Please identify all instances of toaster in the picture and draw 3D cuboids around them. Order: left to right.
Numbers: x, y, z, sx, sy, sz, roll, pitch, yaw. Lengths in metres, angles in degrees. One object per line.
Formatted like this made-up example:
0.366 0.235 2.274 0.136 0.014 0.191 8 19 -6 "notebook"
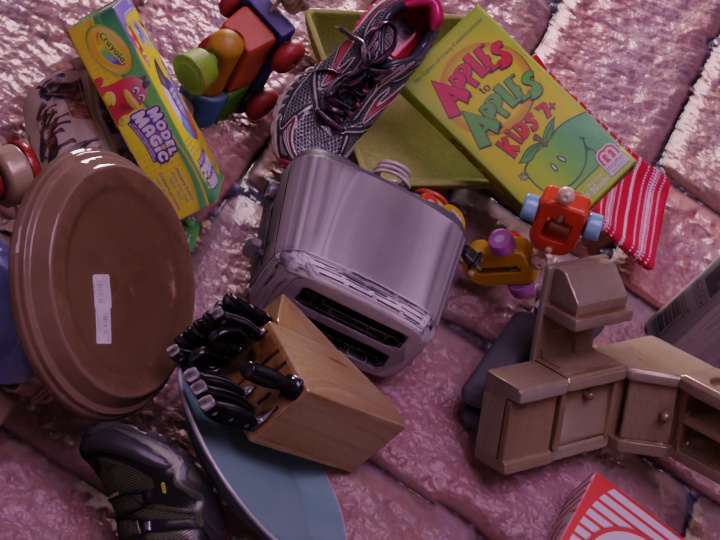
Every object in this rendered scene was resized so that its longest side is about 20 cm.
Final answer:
0.000 0.000 1.568 0.200 0.114 0.129 27 52 -13 "toaster"

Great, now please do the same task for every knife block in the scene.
-0.055 0.099 1.415 0.200 0.064 0.176 46 16 -14 "knife block"

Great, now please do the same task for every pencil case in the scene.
-0.211 -0.072 1.514 0.078 0.089 0.200 5 53 -44 "pencil case"

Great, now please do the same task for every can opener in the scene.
0.151 0.065 1.635 0.066 0.053 0.200 20 44 27 "can opener"

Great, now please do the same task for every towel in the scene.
0.216 -0.104 1.784 0.200 0.022 0.145 41 36 -14 "towel"

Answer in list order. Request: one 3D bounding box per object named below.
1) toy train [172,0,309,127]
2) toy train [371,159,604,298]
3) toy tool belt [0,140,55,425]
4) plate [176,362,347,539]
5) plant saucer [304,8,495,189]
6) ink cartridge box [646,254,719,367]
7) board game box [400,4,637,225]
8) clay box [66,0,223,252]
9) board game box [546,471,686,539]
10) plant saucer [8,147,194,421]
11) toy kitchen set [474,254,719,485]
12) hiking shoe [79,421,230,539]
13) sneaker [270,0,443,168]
-0.109 -0.189 1.585 0.085 0.200 0.116 47 52 8 "toy train"
0.108 -0.051 1.624 0.200 0.150 0.056 15 51 7 "toy train"
-0.266 0.010 1.395 0.123 0.125 0.200 -22 86 -35 "toy tool belt"
-0.080 0.145 1.420 0.200 0.026 0.200 50 14 -18 "plate"
0.052 -0.148 1.747 0.199 0.048 0.200 -2 58 -31 "plant saucer"
0.388 0.034 1.726 0.200 0.162 0.050 5 57 -27 "ink cartridge box"
0.139 -0.129 1.682 0.102 0.048 0.200 -44 83 -2 "board game box"
-0.164 -0.120 1.519 0.200 0.048 0.115 62 6 -13 "clay box"
0.233 0.282 1.535 0.200 0.046 0.152 37 47 -1 "board game box"
-0.180 0.009 1.370 0.200 0.029 0.201 12 76 -58 "plant saucer"
0.231 0.094 1.540 0.200 0.164 0.180 -10 26 -38 "toy kitchen set"
-0.143 0.200 1.349 0.200 0.076 0.101 51 53 -5 "hiking shoe"
-0.005 -0.166 1.620 0.081 0.075 0.200 38 78 -13 "sneaker"
